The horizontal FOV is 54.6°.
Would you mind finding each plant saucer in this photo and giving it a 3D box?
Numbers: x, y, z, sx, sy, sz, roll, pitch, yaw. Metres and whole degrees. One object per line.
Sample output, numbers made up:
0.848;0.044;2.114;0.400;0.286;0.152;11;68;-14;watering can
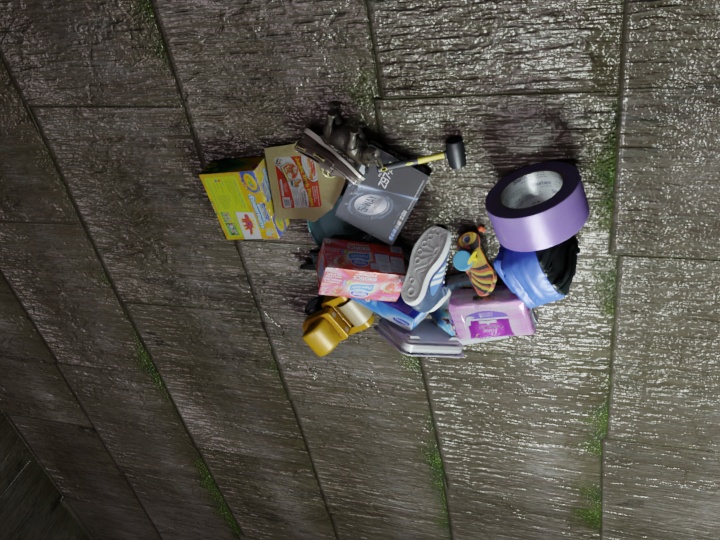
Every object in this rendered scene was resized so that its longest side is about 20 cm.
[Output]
-0.036;-0.111;1.743;0.197;0.036;0.202;12;133;13;plant saucer

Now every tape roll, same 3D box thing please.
0.363;-0.134;1.438;0.198;0.201;0.086;-10;125;30;tape roll

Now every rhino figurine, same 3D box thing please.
-0.013;-0.280;1.527;0.200;0.059;0.088;44;145;27;rhino figurine

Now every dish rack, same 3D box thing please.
0.148;0.158;1.720;0.197;0.171;0.044;5;109;-31;dish rack

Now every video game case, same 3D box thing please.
0.267;0.100;1.787;0.179;0.046;0.201;-13;122;30;video game case

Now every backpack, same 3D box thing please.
0.384;-0.016;1.531;0.167;0.201;0.163;-29;114;38;backpack

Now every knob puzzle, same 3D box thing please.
-0.124;-0.218;1.678;0.216;0.030;0.223;7;112;17;knob puzzle

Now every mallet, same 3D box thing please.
0.136;-0.233;1.529;0.197;0.041;0.066;-17;121;13;mallet

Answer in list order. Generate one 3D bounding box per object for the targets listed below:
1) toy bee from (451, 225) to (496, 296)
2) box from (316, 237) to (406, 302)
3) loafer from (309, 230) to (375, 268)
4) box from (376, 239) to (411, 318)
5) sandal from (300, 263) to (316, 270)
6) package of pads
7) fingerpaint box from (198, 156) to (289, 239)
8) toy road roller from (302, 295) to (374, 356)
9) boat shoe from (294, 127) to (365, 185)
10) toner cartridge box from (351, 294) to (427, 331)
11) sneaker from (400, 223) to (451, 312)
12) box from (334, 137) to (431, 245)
0.261;-0.046;1.624;0.109;0.131;0.200;-42;95;17;toy bee
0.000;0.000;1.645;0.197;0.101;0.096;6;135;-14;box
-0.047;-0.058;1.721;0.199;0.068;0.071;-26;110;35;loafer
0.087;0.038;1.778;0.158;0.051;0.201;44;135;10;box
-0.071;0.003;1.828;0.197;0.046;0.075;-3;172;32;sandal
0.321;0.101;1.685;0.197;0.076;0.122;-7;125;24;package of pads
-0.291;-0.181;1.767;0.164;0.074;0.202;0;128;25;fingerpaint box
-0.073;0.147;1.901;0.199;0.147;0.123;-25;116;37;toy road roller
-0.071;-0.245;1.568;0.200;0.072;0.060;42;95;25;boat shoe
0.066;0.067;1.710;0.198;0.095;0.044;28;131;22;toner cartridge box
0.174;0.002;1.627;0.080;0.202;0.146;24;180;33;sneaker
0.050;-0.179;1.614;0.159;0.044;0.201;28;121;-2;box
